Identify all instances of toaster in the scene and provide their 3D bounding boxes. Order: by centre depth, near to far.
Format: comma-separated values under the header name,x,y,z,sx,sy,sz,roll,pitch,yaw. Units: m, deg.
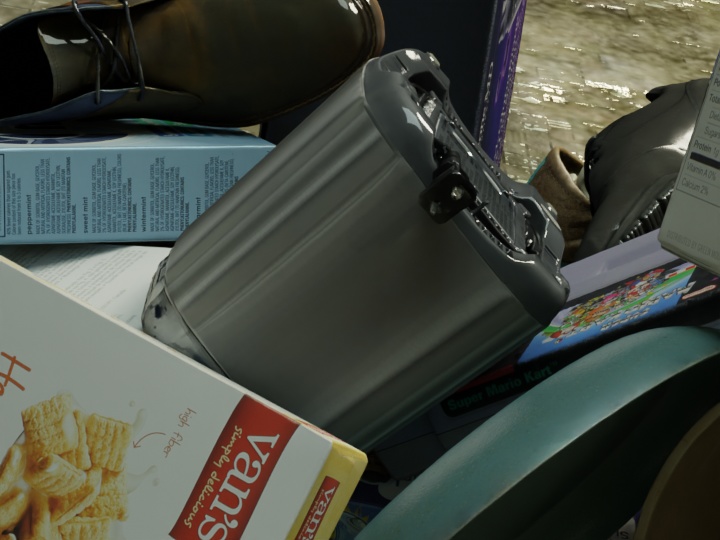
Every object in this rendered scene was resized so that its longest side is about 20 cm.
name,x,y,z,sx,sy,sz,roll,pitch,yaw
toaster,0.000,0.000,0.727,0.114,0.129,0.200,50,11,-8

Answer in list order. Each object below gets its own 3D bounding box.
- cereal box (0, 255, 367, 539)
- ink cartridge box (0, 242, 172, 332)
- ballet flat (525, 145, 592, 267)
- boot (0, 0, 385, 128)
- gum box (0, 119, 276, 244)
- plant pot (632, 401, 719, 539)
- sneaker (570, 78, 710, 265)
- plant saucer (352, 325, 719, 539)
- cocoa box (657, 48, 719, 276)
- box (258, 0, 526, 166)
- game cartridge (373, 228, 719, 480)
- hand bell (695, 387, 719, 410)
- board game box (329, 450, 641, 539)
name,x,y,z,sx,sy,sz,roll,pitch,yaw
cereal box,-0.113,0.080,0.657,0.199,0.145,0.040,25,-4,26
ink cartridge box,-0.172,0.041,0.802,0.199,0.051,0.162,1,26,29
ballet flat,0.181,-0.024,1.026,0.198,0.073,0.068,14,27,5
boot,-0.091,-0.089,0.859,0.199,0.075,0.097,-4,14,33
gum box,-0.152,-0.044,0.895,0.198,0.045,0.170,-1,10,-15
plant pot,0.219,0.103,0.720,0.186,0.189,0.200,24,18,22
sneaker,0.141,-0.033,0.941,0.090,0.076,0.200,6,32,33
plant saucer,0.050,0.082,0.651,0.199,0.201,0.027,-20,63,-45
cocoa box,0.221,-0.034,0.606,0.199,0.132,0.133,13,8,-27
box,0.022,-0.109,0.979,0.103,0.149,0.200,10,8,7
game cartridge,0.105,0.015,0.763,0.199,0.039,0.130,-23,9,29
hand bell,0.168,0.042,0.795,0.104,0.105,0.200,23,8,20
board game box,0.019,0.077,0.817,0.198,0.035,0.136,11,28,1
